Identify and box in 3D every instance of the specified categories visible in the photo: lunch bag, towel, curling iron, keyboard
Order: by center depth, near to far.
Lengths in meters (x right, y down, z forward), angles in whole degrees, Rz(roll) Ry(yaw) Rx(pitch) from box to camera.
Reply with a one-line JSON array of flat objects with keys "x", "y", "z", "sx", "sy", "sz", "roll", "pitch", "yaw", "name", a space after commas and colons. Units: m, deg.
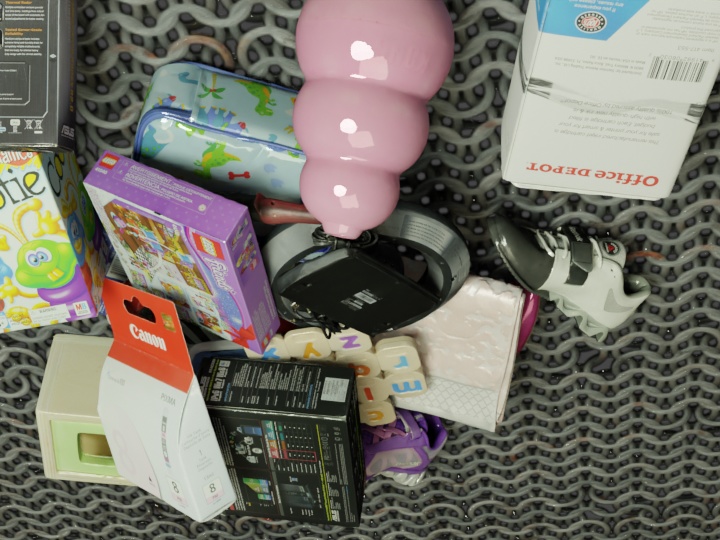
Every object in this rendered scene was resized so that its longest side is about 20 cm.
[{"x": -0.079, "y": -0.048, "z": 0.986, "sx": 0.198, "sy": 0.050, "sz": 0.026, "roll": 13, "pitch": 116, "yaw": 20, "name": "curling iron"}, {"x": -0.012, "y": 0.013, "z": 1.011, "sx": 0.103, "sy": 0.040, "sz": 0.200, "roll": -25, "pitch": 157, "yaw": 16, "name": "keyboard"}, {"x": -0.101, "y": -0.087, "z": 1.055, "sx": 0.198, "sy": 0.083, "sz": 0.161, "roll": 14, "pitch": 141, "yaw": -11, "name": "lunch bag"}, {"x": 0.057, "y": 0.069, "z": 1.200, "sx": 0.198, "sy": 0.032, "sz": 0.193, "roll": 14, "pitch": 131, "yaw": 13, "name": "towel"}]

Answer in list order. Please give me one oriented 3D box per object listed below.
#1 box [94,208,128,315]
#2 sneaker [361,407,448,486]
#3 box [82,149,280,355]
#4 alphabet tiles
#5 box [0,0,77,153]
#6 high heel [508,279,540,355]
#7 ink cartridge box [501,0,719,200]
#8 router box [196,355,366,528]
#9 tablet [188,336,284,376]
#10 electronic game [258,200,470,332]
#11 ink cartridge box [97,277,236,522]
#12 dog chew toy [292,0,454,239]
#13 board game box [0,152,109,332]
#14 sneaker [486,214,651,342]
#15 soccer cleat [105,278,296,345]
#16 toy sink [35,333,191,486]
[{"x": -0.310, "y": -0.024, "z": 1.167, "sx": 0.198, "sy": 0.033, "sz": 0.121, "roll": 18, "pitch": 135, "yaw": -18, "name": "box"}, {"x": 0.027, "y": 0.186, "z": 1.329, "sx": 0.088, "sy": 0.081, "sz": 0.199, "roll": -43, "pitch": 150, "yaw": 26, "name": "sneaker"}, {"x": -0.147, "y": -0.010, "z": 1.031, "sx": 0.136, "sy": 0.039, "sz": 0.201, "roll": 23, "pitch": 154, "yaw": 16, "name": "box"}, {"x": -0.036, "y": 0.107, "z": 1.184, "sx": 0.197, "sy": 0.015, "sz": 0.196, "roll": -9, "pitch": 144, "yaw": 7, "name": "alphabet tiles"}, {"x": -0.320, "y": -0.172, "z": 0.920, "sx": 0.197, "sy": 0.161, "sz": 0.048, "roll": 0, "pitch": 179, "yaw": 2, "name": "box"}, {"x": 0.104, "y": 0.065, "z": 1.218, "sx": 0.095, "sy": 0.068, "sz": 0.201, "roll": 7, "pitch": 142, "yaw": -22, "name": "high heel"}, {"x": 0.199, "y": -0.161, "z": 0.955, "sx": 0.144, "sy": 0.087, "sz": 0.201, "roll": 5, "pitch": 139, "yaw": -3, "name": "ink cartridge box"}, {"x": -0.075, "y": 0.170, "z": 1.172, "sx": 0.148, "sy": 0.063, "sz": 0.201, "roll": 4, "pitch": 139, "yaw": 7, "name": "router box"}, {"x": -0.148, "y": 0.142, "z": 1.226, "sx": 0.129, "sy": 0.014, "sz": 0.201, "roll": -1, "pitch": 134, "yaw": -37, "name": "tablet"}, {"x": 0.000, "y": 0.000, "z": 1.075, "sx": 0.197, "sy": 0.042, "sz": 0.201, "roll": -3, "pitch": 147, "yaw": -2, "name": "electronic game"}, {"x": -0.198, "y": 0.116, "z": 1.104, "sx": 0.162, "sy": 0.057, "sz": 0.202, "roll": 14, "pitch": 128, "yaw": 51, "name": "ink cartridge box"}, {"x": 0.002, "y": -0.126, "z": 0.919, "sx": 0.123, "sy": 0.203, "sz": 0.125, "roll": 10, "pitch": 177, "yaw": 1, "name": "dog chew toy"}, {"x": -0.300, "y": -0.060, "z": 1.044, "sx": 0.103, "sy": 0.104, "sz": 0.202, "roll": -10, "pitch": 127, "yaw": 2, "name": "board game box"}, {"x": 0.201, "y": -0.012, "z": 1.139, "sx": 0.088, "sy": 0.075, "sz": 0.199, "roll": -39, "pitch": 131, "yaw": 25, "name": "sneaker"}, {"x": -0.159, "y": 0.045, "z": 1.206, "sx": 0.198, "sy": 0.070, "sz": 0.085, "roll": 9, "pitch": 160, "yaw": -32, "name": "soccer cleat"}, {"x": -0.241, "y": 0.160, "z": 1.308, "sx": 0.197, "sy": 0.113, "sz": 0.131, "roll": 6, "pitch": 138, "yaw": -5, "name": "toy sink"}]
